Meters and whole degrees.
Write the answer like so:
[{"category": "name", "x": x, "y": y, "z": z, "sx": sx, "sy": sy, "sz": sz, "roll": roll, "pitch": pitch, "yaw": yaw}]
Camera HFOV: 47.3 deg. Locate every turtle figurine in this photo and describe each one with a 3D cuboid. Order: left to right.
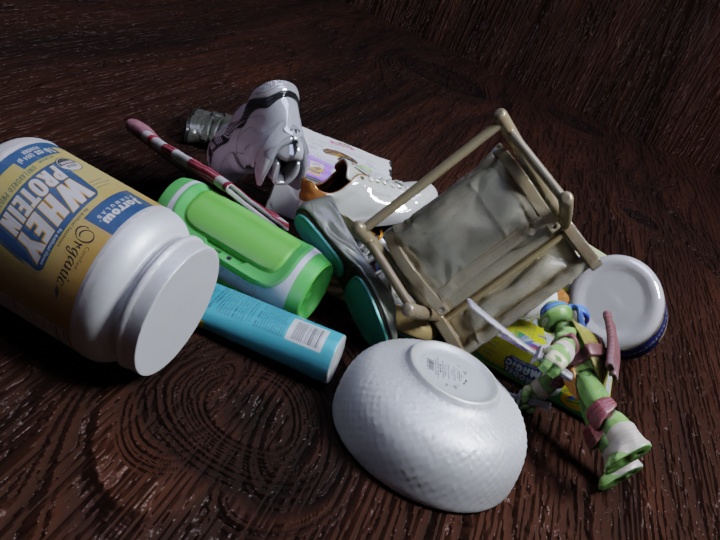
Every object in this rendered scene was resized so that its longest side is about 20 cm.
[{"category": "turtle figurine", "x": 0.199, "y": 0.133, "z": 0.856, "sx": 0.197, "sy": 0.145, "sz": 0.195, "roll": -6, "pitch": 52, "yaw": -32}]

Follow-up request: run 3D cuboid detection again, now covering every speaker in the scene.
[{"category": "speaker", "x": -0.131, "y": -0.024, "z": 0.908, "sx": 0.198, "sy": 0.089, "sz": 0.088, "roll": 30, "pitch": 25, "yaw": 13}]

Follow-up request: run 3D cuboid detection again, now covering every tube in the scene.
[{"category": "tube", "x": -0.113, "y": 0.051, "z": 0.828, "sx": 0.197, "sy": 0.051, "sz": 0.077, "roll": 23, "pitch": 20, "yaw": 9}]

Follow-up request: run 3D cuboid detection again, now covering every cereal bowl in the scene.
[{"category": "cereal bowl", "x": 0.076, "y": 0.130, "z": 0.791, "sx": 0.197, "sy": 0.084, "sz": 0.201, "roll": 20, "pitch": 26, "yaw": -10}]

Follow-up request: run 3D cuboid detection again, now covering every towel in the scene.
[{"category": "towel", "x": -0.186, "y": -0.115, "z": 1.012, "sx": 0.199, "sy": 0.023, "sz": 0.144, "roll": 32, "pitch": -3, "yaw": 32}]

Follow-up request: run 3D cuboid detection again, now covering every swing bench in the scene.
[{"category": "swing bench", "x": 0.130, "y": -0.026, "z": 0.881, "sx": 0.131, "sy": 0.198, "sz": 0.200, "roll": 59, "pitch": 10, "yaw": 29}]

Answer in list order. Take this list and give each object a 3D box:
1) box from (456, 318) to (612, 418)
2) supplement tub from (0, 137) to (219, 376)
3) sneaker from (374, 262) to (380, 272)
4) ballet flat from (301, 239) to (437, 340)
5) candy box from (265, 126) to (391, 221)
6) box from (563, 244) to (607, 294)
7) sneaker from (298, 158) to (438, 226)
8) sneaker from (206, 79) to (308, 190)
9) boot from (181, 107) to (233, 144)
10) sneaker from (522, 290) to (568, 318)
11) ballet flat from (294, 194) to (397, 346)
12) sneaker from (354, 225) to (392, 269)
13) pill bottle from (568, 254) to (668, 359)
[{"category": "box", "x": 0.210, "y": 0.099, "z": 1.011, "sx": 0.198, "sy": 0.049, "sz": 0.117, "roll": 31, "pitch": 24, "yaw": 10}, {"category": "supplement tub", "x": -0.238, "y": -0.011, "z": 0.716, "sx": 0.198, "sy": 0.146, "sz": 0.145, "roll": 28, "pitch": 25, "yaw": 10}, {"category": "sneaker", "x": 0.102, "y": -0.023, "z": 0.992, "sx": 0.084, "sy": 0.199, "sz": 0.076, "roll": 11, "pitch": 54, "yaw": -54}, {"category": "ballet flat", "x": 0.009, "y": 0.018, "z": 0.973, "sx": 0.197, "sy": 0.064, "sz": 0.069, "roll": 25, "pitch": 23, "yaw": 2}, {"category": "candy box", "x": -0.041, "y": -0.127, "z": 1.208, "sx": 0.165, "sy": 0.072, "sz": 0.201, "roll": 20, "pitch": 26, "yaw": -7}, {"category": "box", "x": 0.250, "y": -0.001, "z": 1.186, "sx": 0.175, "sy": 0.098, "sz": 0.199, "roll": 37, "pitch": 27, "yaw": 27}, {"category": "sneaker", "x": 0.014, "y": -0.104, "z": 1.056, "sx": 0.197, "sy": 0.086, "sz": 0.073, "roll": -13, "pitch": 24, "yaw": -25}, {"category": "sneaker", "x": -0.134, "y": -0.143, "z": 1.065, "sx": 0.074, "sy": 0.200, "sz": 0.117, "roll": 2, "pitch": 61, "yaw": -39}, {"category": "boot", "x": -0.200, "y": -0.231, "z": 1.288, "sx": 0.129, "sy": 0.069, "sz": 0.201, "roll": 17, "pitch": 24, "yaw": -1}, {"category": "sneaker", "x": 0.192, "y": -0.004, "z": 1.054, "sx": 0.083, "sy": 0.074, "sz": 0.201, "roll": 4, "pitch": 35, "yaw": -29}, {"category": "ballet flat", "x": 0.000, "y": 0.000, "z": 0.922, "sx": 0.063, "sy": 0.067, "sz": 0.201, "roll": -28, "pitch": 78, "yaw": -29}, {"category": "sneaker", "x": 0.035, "y": -0.040, "z": 1.096, "sx": 0.197, "sy": 0.078, "sz": 0.079, "roll": 5, "pitch": 32, "yaw": -31}, {"category": "pill bottle", "x": 0.340, "y": 0.054, "z": 1.074, "sx": 0.115, "sy": 0.117, "sz": 0.200, "roll": 35, "pitch": 4, "yaw": 24}]
